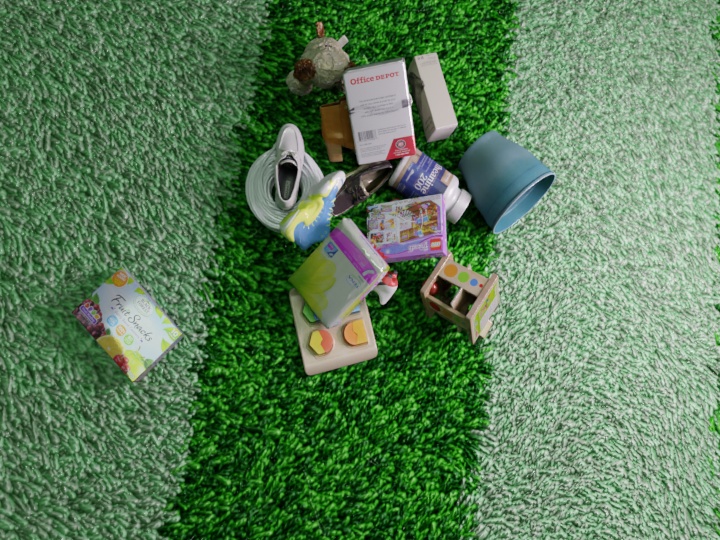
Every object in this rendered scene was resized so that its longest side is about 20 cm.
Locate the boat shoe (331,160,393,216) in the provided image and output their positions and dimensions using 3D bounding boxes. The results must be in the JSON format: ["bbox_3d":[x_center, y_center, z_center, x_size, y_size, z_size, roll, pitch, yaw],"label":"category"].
[{"bbox_3d":[-0.004,-0.204,1.277,0.200,0.065,0.073,-44,127,-2],"label":"boat shoe"}]

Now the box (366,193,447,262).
[{"bbox_3d":[0.108,-0.096,1.257,0.193,0.039,0.143,-6,75,24],"label":"box"}]

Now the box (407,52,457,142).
[{"bbox_3d":[0.185,-0.450,1.372,0.066,0.082,0.208,-13,80,-13],"label":"box"}]

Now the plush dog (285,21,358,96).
[{"bbox_3d":[-0.081,-0.496,1.263,0.192,0.173,0.166,-5,122,-12],"label":"plush dog"}]

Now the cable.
[{"bbox_3d":[-0.179,-0.192,1.263,0.199,0.069,0.201,-41,90,-14],"label":"cable"}]

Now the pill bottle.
[{"bbox_3d":[0.174,-0.208,1.307,0.197,0.111,0.113,34,75,-2],"label":"pill bottle"}]

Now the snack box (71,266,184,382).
[{"bbox_3d":[-0.504,0.118,1.151,0.200,0.053,0.142,46,74,1],"label":"snack box"}]

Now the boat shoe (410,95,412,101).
[{"bbox_3d":[0.102,-0.417,1.327,0.060,0.072,0.205,-10,49,28],"label":"boat shoe"}]

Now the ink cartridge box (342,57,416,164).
[{"bbox_3d":[0.046,-0.364,1.203,0.138,0.085,0.207,-7,117,8],"label":"ink cartridge box"}]

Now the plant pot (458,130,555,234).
[{"bbox_3d":[0.347,-0.233,1.309,0.197,0.201,0.190,-33,72,-14],"label":"plant pot"}]

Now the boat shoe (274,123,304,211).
[{"bbox_3d":[-0.166,-0.244,1.204,0.069,0.066,0.209,8,79,-9],"label":"boat shoe"}]

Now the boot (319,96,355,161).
[{"bbox_3d":[0.000,-0.353,1.291,0.193,0.071,0.149,-10,121,-7],"label":"boot"}]

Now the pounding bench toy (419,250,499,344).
[{"bbox_3d":[0.236,0.078,1.264,0.153,0.202,0.126,28,70,29],"label":"pounding bench toy"}]

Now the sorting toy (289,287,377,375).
[{"bbox_3d":[-0.063,0.124,1.238,0.178,0.036,0.208,-12,82,-12],"label":"sorting toy"}]

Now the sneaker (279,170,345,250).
[{"bbox_3d":[-0.091,-0.131,1.210,0.200,0.076,0.106,-44,112,-6],"label":"sneaker"}]

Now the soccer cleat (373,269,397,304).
[{"bbox_3d":[0.000,0.000,1.238,0.197,0.068,0.087,34,114,18],"label":"soccer cleat"}]

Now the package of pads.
[{"bbox_3d":[-0.046,0.011,1.181,0.200,0.068,0.156,-44,80,16],"label":"package of pads"}]

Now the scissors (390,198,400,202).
[{"bbox_3d":[0.083,-0.087,1.317,0.071,0.014,0.207,21,76,-5],"label":"scissors"}]
